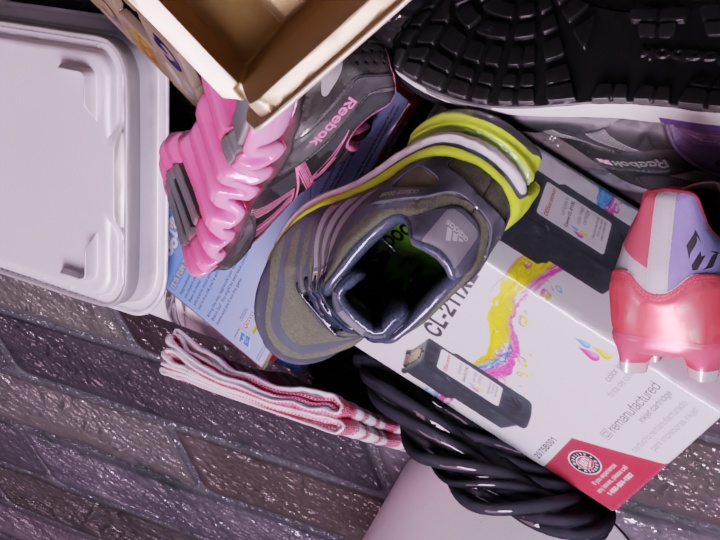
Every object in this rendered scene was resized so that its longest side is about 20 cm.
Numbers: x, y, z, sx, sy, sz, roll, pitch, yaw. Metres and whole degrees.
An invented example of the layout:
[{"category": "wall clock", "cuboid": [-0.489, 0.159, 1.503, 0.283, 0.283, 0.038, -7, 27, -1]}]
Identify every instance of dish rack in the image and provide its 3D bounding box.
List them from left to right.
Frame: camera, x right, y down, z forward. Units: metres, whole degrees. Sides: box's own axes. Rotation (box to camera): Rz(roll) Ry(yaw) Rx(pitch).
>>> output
[{"category": "dish rack", "cuboid": [-0.192, -0.068, 0.866, 0.199, 0.043, 0.173, 14, 108, 38]}]

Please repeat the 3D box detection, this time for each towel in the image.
[{"category": "towel", "cuboid": [-0.021, 0.085, 0.953, 0.145, 0.030, 0.200, 16, 176, 31]}]

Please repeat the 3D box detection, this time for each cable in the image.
[{"category": "cable", "cuboid": [0.064, 0.099, 0.876, 0.200, 0.051, 0.163, 38, -165, 17]}]

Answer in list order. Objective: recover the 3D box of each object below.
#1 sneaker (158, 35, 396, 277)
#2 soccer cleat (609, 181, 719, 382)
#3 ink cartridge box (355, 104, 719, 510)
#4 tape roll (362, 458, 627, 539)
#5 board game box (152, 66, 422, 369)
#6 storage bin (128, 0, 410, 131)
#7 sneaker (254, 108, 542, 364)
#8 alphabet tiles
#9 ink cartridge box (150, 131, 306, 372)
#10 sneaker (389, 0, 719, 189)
[{"category": "sneaker", "cuboid": [-0.041, -0.058, 0.729, 0.200, 0.095, 0.080, -47, 59, 61]}, {"category": "soccer cleat", "cuboid": [0.151, -0.007, 0.637, 0.066, 0.200, 0.077, 8, 102, 22]}, {"category": "ink cartridge box", "cuboid": [0.091, 0.021, 0.784, 0.199, 0.083, 0.146, 32, 149, 4]}, {"category": "tape roll", "cuboid": [0.085, 0.242, 1.037, 0.202, 0.140, 0.203, 24, 147, 17]}, {"category": "board game box", "cuboid": [-0.050, -0.047, 0.799, 0.103, 0.019, 0.201, 38, 127, 10]}, {"category": "storage bin", "cuboid": [-0.042, -0.188, 0.524, 0.198, 0.094, 0.200, -39, 109, 17]}, {"category": "sneaker", "cuboid": [0.000, 0.000, 0.685, 0.074, 0.081, 0.200, 39, 140, -8]}, {"category": "alphabet tiles", "cuboid": [-0.152, -0.176, 0.725, 0.200, 0.008, 0.167, 45, 170, 23]}, {"category": "ink cartridge box", "cuboid": [-0.114, -0.024, 0.927, 0.199, 0.068, 0.116, 19, 145, 24]}, {"category": "sneaker", "cuboid": [0.106, -0.070, 0.661, 0.199, 0.076, 0.088, 14, 149, 30]}]
